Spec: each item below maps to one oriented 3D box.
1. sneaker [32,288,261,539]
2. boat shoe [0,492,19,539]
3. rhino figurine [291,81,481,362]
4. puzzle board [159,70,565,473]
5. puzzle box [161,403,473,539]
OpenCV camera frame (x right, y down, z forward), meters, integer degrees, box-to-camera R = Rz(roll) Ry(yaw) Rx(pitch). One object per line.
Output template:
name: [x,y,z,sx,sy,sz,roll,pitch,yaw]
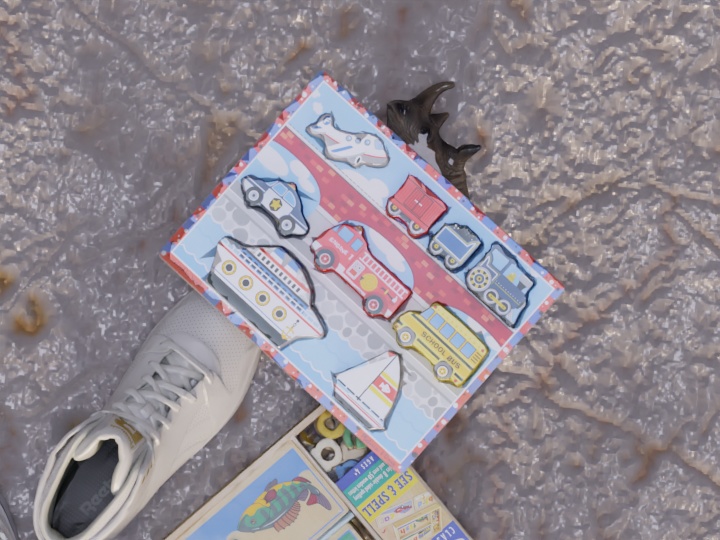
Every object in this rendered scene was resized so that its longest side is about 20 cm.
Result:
sneaker: [-0.124,0.090,1.510,0.073,0.116,0.201,35,87,1]
boat shoe: [-0.240,0.184,1.529,0.072,0.066,0.201,-24,90,-2]
rhino figurine: [0.021,-0.022,1.543,0.087,0.060,0.201,21,87,2]
puzzle board: [0.000,0.000,1.505,0.200,0.017,0.151,42,88,7]
puzzle box: [-0.043,0.185,1.556,0.200,0.025,0.133,-41,91,-2]
